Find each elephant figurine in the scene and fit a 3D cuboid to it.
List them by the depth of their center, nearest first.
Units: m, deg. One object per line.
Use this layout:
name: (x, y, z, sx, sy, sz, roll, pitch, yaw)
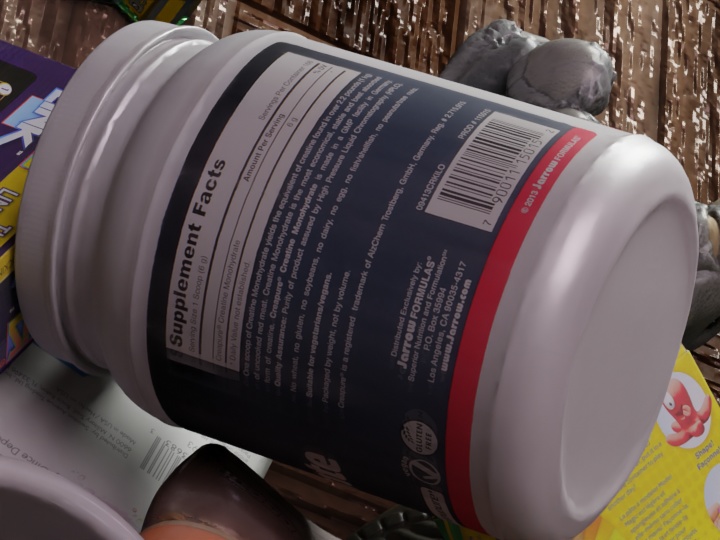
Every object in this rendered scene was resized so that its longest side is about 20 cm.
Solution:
elephant figurine: (0.098, 0.000, 1.204, 0.200, 0.155, 0.142, 38, 76, -42)

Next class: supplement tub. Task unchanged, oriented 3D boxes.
supplement tub: (0.000, 0.000, 0.972, 0.199, 0.141, 0.140, 18, 40, 23)

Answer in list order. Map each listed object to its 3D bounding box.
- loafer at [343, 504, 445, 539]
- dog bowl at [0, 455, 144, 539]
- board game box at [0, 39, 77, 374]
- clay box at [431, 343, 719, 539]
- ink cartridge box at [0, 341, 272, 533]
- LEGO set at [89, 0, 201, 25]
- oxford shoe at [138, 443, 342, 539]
loafer: (0.046, 0.117, 1.110, 0.076, 0.068, 0.200, 25, 53, 34)
dog bowl: (-0.126, 0.145, 0.870, 0.200, 0.059, 0.201, 12, 70, -34)
board game box: (-0.188, -0.016, 1.008, 0.165, 0.057, 0.200, 23, 42, 19)
clay box: (0.108, 0.121, 1.069, 0.115, 0.048, 0.200, -34, 97, -38)
ink cartridge box: (-0.119, 0.104, 1.008, 0.116, 0.067, 0.200, 36, 45, -8)
LEGO set: (-0.124, -0.194, 1.185, 0.199, 0.116, 0.154, 18, 50, -24)
oxford shoe: (0.002, 0.139, 1.002, 0.200, 0.071, 0.073, 48, 38, -23)
